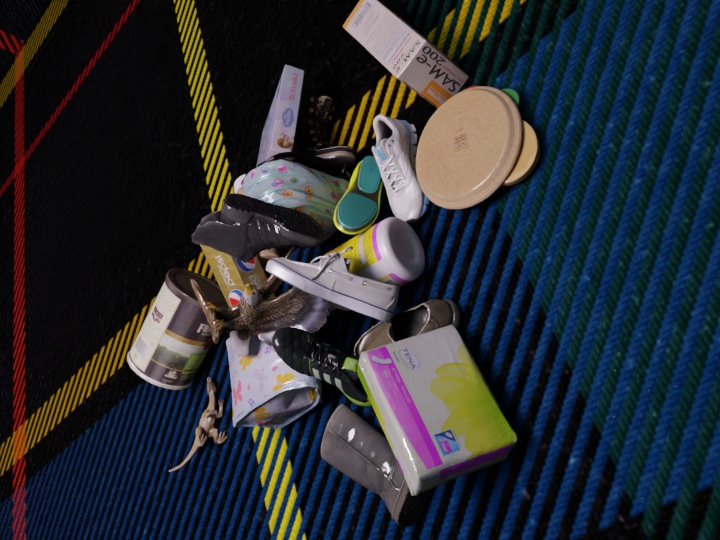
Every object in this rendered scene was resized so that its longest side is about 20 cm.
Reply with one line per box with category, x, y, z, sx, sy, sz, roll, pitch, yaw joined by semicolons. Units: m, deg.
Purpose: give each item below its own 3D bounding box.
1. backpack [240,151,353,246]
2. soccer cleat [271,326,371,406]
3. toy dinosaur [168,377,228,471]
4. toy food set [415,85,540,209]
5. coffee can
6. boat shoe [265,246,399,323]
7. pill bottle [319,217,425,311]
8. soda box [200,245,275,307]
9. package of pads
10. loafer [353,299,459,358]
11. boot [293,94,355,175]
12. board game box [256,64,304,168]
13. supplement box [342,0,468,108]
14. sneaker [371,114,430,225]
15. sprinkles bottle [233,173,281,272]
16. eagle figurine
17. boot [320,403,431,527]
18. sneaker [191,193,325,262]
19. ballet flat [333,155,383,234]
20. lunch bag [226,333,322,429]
backpack;-0.105;-0.116;1.154;0.167;0.199;0.127;-37;56;29
soccer cleat;-0.042;0.142;1.028;0.081;0.199;0.068;-35;26;54
toy dinosaur;-0.309;0.320;1.336;0.101;0.058;0.202;5;73;60
toy food set;0.166;-0.189;1.022;0.200;0.048;0.199;-37;54;31
coffee can;-0.370;0.120;1.378;0.146;0.146;0.201;42;108;43
boat shoe;-0.034;0.003;0.988;0.075;0.200;0.087;133;158;-86
pill bottle;0.000;0.000;1.086;0.199;0.104;0.105;-28;60;35
soda box;-0.222;0.017;1.256;0.067;0.064;0.202;-19;97;39
package of pads;0.101;0.178;0.903;0.069;0.153;0.201;98;152;-49
loafer;0.056;0.093;1.026;0.199;0.069;0.076;-34;56;32
boot;-0.077;-0.255;1.264;0.199;0.073;0.152;-4;75;52
board game box;-0.159;-0.242;1.263;0.200;0.041;0.202;127;152;-57
supplement box;0.073;-0.364;1.112;0.074;0.125;0.200;-50;49;18
sneaker;0.054;-0.168;1.099;0.075;0.086;0.202;-28;60;33
sprinkles bottle;-0.207;-0.097;1.341;0.068;0.068;0.202;-34;56;32
eagle figurine;-0.153;0.048;1.079;0.153;0.198;0.151;69;166;-7
boot;0.034;0.258;1.010;0.200;0.072;0.183;34;100;51
sneaker;-0.161;-0.055;1.055;0.060;0.198;0.105;-76;8;-52
ballet flat;-0.001;-0.109;1.108;0.067;0.066;0.201;113;177;-45
lunch bag;-0.135;0.162;1.155;0.200;0.126;0.171;-42;49;39
